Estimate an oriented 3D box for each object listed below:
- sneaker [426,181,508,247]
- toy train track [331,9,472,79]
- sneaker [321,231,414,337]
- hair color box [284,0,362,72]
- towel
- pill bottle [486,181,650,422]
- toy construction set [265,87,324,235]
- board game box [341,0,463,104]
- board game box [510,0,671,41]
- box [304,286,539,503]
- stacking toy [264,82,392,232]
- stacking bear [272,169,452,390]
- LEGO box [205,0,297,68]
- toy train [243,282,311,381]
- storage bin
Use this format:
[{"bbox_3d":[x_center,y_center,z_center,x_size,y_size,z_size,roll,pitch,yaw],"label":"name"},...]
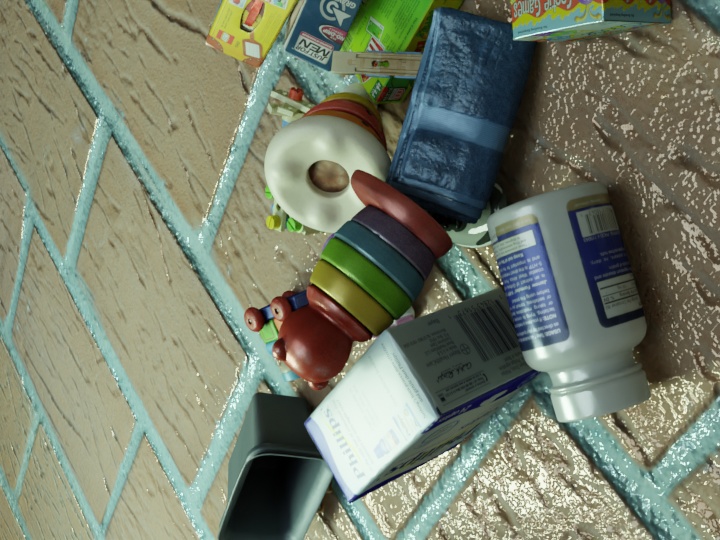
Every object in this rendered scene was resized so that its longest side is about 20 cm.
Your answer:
[{"bbox_3d":[0.080,-0.061,1.052,0.198,0.078,0.076,4,100,49],"label":"sneaker"},{"bbox_3d":[0.066,-0.216,1.023,0.196,0.032,0.117,7,94,19],"label":"toy train track"},{"bbox_3d":[0.000,0.000,1.108,0.079,0.201,0.090,-20,59,9],"label":"sneaker"},{"bbox_3d":[-0.020,-0.334,1.056,0.101,0.060,0.202,-95,29,-61],"label":"hair color box"},{"bbox_3d":[0.101,-0.158,0.969,0.110,0.048,0.204,19,98,17],"label":"towel"},{"bbox_3d":[0.199,0.031,0.896,0.119,0.118,0.204,-21,81,50],"label":"pill bottle"},{"bbox_3d":[-0.065,-0.130,1.212,0.131,0.091,0.203,38,136,39],"label":"toy construction set"},{"bbox_3d":[0.050,-0.295,1.059,0.102,0.047,0.201,57,136,24],"label":"board game box"},{"bbox_3d":[0.195,-0.311,0.836,0.104,0.102,0.204,2,100,50],"label":"board game box"},{"bbox_3d":[0.068,0.133,1.027,0.106,0.182,0.200,57,137,18],"label":"box"},{"bbox_3d":[-0.019,-0.155,1.087,0.147,0.144,0.202,-55,13,41],"label":"stacking toy"},{"bbox_3d":[-0.007,0.021,0.958,0.201,0.121,0.113,-52,33,-5],"label":"stacking bear"},{"bbox_3d":[-0.106,-0.358,1.126,0.200,0.076,0.151,142,146,-63],"label":"LEGO box"},{"bbox_3d":[-0.062,0.077,1.261,0.199,0.084,0.118,-21,92,50],"label":"toy train"},{"bbox_3d":[-0.116,0.275,1.340,0.135,0.143,0.202,-104,29,-49],"label":"storage bin"}]
